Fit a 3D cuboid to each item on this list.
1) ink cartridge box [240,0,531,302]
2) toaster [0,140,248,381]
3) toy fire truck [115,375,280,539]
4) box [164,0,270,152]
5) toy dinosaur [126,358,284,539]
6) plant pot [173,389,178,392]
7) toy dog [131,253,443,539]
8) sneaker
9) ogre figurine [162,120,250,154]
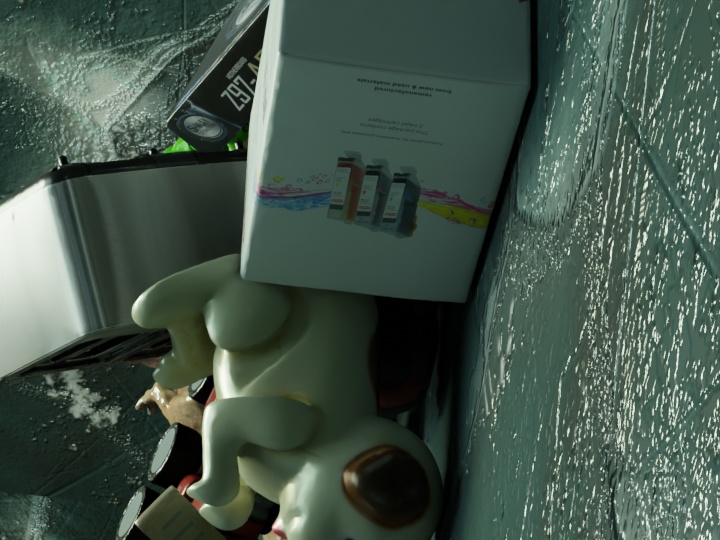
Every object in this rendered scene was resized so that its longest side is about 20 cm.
[{"bbox_3d":[0.012,-0.100,1.426,0.200,0.144,0.146,105,170,-51],"label":"ink cartridge box"},{"bbox_3d":[-0.152,-0.007,1.595,0.200,0.180,0.119,-25,77,49],"label":"toaster"},{"bbox_3d":[-0.090,0.139,1.615,0.176,0.128,0.200,-63,15,-2],"label":"toy fire truck"},{"bbox_3d":[-0.041,-0.186,1.642,0.200,0.043,0.160,-44,14,40],"label":"box"},{"bbox_3d":[-0.100,0.113,1.790,0.086,0.200,0.136,-43,25,-4],"label":"toy dinosaur"},{"bbox_3d":[-0.062,0.036,2.008,0.200,0.186,0.188,173,105,-69],"label":"plant pot"},{"bbox_3d":[-0.025,0.095,1.485,0.200,0.193,0.140,61,162,23],"label":"toy dog"},{"bbox_3d":[0.024,-0.007,1.565,0.098,0.071,0.201,106,172,-70],"label":"sneaker"},{"bbox_3d":[-0.101,-0.034,1.747,0.120,0.098,0.201,-24,81,43],"label":"ogre figurine"}]
